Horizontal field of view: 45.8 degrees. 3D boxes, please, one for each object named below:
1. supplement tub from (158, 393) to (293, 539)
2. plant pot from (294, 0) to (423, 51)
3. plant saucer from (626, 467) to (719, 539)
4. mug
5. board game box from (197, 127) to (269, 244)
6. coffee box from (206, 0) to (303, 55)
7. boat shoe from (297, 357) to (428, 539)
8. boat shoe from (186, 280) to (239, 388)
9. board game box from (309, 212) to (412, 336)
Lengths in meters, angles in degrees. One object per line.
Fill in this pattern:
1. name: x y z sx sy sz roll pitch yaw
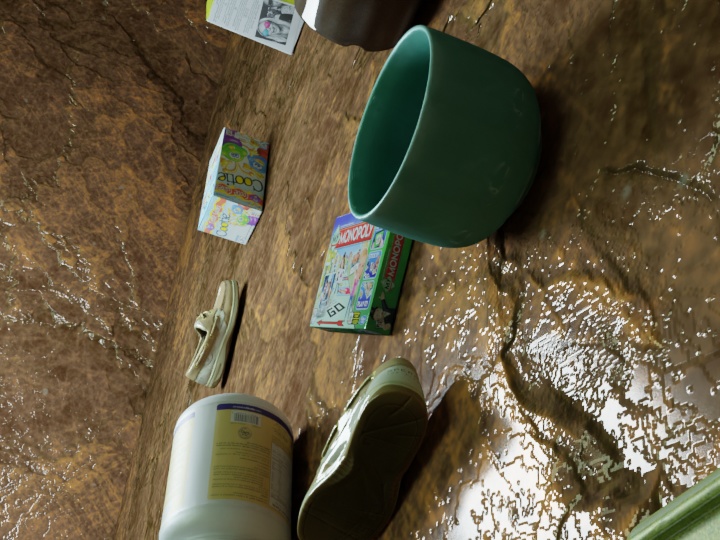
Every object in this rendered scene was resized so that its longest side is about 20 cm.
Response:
1. supplement tub: -0.147 0.257 0.948 0.202 0.143 0.146 -93 26 -46
2. plant pot: 0.017 -0.378 0.978 0.200 0.197 0.202 113 163 -45
3. plant saucer: 0.163 0.134 0.285 0.202 0.047 0.201 -91 25 -43
4. mug: 0.070 -0.108 0.671 0.153 0.113 0.187 125 155 -45
5. board game box: -0.252 -0.170 1.708 0.105 0.102 0.202 125 155 -43
6. coffee box: -0.210 -0.612 1.820 0.200 0.195 0.202 -111 41 -62
7. boat shoe: 0.004 0.160 0.719 0.202 0.073 0.067 -61 9 30
8. boat shoe: -0.268 0.107 1.545 0.074 0.065 0.203 140 142 -59
9. board game box: 0.000 0.000 0.924 0.200 0.029 0.137 170 114 -70
